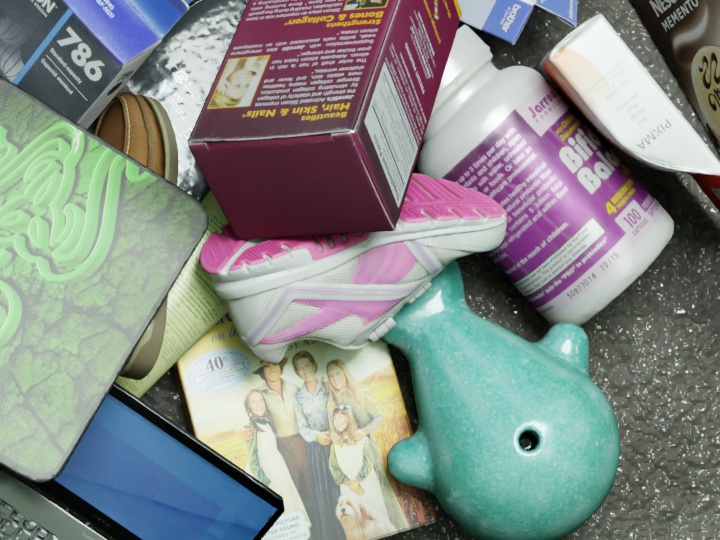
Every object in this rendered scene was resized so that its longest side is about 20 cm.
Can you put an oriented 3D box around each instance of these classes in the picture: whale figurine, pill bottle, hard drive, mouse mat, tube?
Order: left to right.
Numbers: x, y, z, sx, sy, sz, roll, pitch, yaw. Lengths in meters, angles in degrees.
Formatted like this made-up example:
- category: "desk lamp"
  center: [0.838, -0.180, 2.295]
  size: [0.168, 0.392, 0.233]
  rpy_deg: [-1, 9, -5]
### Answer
- category: "mouse mat"
  center: [-0.194, 0.001, 0.905]
  size: [0.160, 0.008, 0.201]
  rpy_deg: [31, 62, -6]
- category: "tube"
  center: [-0.112, 0.014, 1.022]
  size: [0.052, 0.058, 0.200]
  rpy_deg: [34, 75, 31]
- category: "hard drive"
  center: [-0.102, -0.102, 1.083]
  size: [0.199, 0.033, 0.140]
  rpy_deg: [-36, 88, -16]
- category: "whale figurine"
  center: [0.082, 0.082, 1.027]
  size: [0.158, 0.104, 0.201]
  rpy_deg: [-34, 83, -4]
- category: "pill bottle"
  center: [0.109, -0.066, 1.083]
  size: [0.112, 0.112, 0.200]
  rpy_deg: [-44, 91, -16]

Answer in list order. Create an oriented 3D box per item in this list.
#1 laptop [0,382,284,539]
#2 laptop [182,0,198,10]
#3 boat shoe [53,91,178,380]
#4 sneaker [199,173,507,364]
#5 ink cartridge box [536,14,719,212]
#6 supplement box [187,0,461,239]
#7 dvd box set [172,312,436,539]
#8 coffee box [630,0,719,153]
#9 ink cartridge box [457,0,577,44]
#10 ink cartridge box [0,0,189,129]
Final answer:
- category: "laptop"
  center: [-0.175, 0.181, 0.977]
  size: [0.177, 0.103, 0.201]
  rpy_deg: [34, 74, -4]
- category: "laptop"
  center: [-0.197, -0.242, 1.030]
  size: [0.198, 0.116, 0.189]
  rpy_deg: [-1, 77, -3]
- category: "boat shoe"
  center: [-0.156, -0.033, 0.974]
  size: [0.067, 0.072, 0.202]
  rpy_deg: [15, 50, -28]
- category: "sneaker"
  center: [0.000, 0.000, 1.015]
  size: [0.198, 0.081, 0.089]
  rpy_deg: [-14, 117, -9]
- category: "ink cartridge box"
  center: [0.198, -0.077, 1.080]
  size: [0.050, 0.162, 0.201]
  rpy_deg: [-36, 91, 5]
- category: "supplement box"
  center: [-0.017, -0.122, 0.989]
  size: [0.109, 0.086, 0.201]
  rpy_deg: [-2, 48, 24]
- category: "dvd box set"
  center: [-0.044, 0.090, 1.061]
  size: [0.145, 0.029, 0.202]
  rpy_deg: [-13, 83, -15]
- category: "coffee box"
  center: [0.290, -0.145, 1.138]
  size: [0.079, 0.113, 0.201]
  rpy_deg: [-28, 86, -16]
- category: "ink cartridge box"
  center: [0.056, -0.221, 1.105]
  size: [0.198, 0.042, 0.120]
  rpy_deg: [21, 33, -6]
- category: "ink cartridge box"
  center: [-0.203, -0.130, 0.997]
  size: [0.100, 0.200, 0.039]
  rpy_deg: [46, 29, 1]
